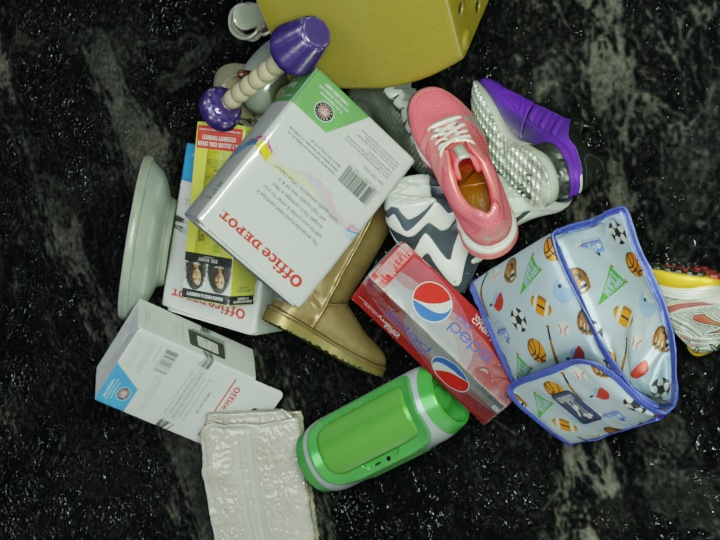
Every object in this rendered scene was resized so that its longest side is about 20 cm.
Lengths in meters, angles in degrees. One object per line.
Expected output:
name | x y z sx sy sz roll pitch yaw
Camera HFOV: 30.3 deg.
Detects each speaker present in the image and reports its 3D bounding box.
speaker | 0.024 0.177 1.486 0.199 0.088 0.089 -30 76 29

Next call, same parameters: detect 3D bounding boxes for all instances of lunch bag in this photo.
lunch bag | 0.215 0.066 1.312 0.170 0.123 0.202 -34 78 60

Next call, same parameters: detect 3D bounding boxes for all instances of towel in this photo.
towel | -0.118 0.262 1.578 0.131 0.034 0.203 -5 100 19

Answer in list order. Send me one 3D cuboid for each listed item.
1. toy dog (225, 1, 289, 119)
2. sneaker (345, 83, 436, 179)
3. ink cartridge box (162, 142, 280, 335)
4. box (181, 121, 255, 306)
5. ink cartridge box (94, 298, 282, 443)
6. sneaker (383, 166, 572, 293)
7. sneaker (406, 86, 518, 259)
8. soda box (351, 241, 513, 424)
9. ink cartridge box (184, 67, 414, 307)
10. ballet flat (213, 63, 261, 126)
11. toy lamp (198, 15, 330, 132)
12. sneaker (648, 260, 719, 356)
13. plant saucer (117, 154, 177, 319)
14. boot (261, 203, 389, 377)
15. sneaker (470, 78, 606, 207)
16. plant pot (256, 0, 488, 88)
toy dog | -0.102 -0.257 1.500 0.130 0.096 0.202 -13 66 15
sneaker | 0.034 -0.165 1.479 0.090 0.066 0.201 -41 71 34
ink cartridge box | -0.144 -0.039 1.582 0.145 0.084 0.203 15 100 30
box | -0.153 -0.064 1.508 0.075 0.050 0.203 10 96 31
ink cartridge box | -0.205 0.132 1.602 0.116 0.199 0.067 -54 25 21
sneaker | 0.129 -0.039 1.422 0.197 0.080 0.131 -9 127 1
sneaker | 0.104 -0.114 1.331 0.073 0.087 0.202 -24 66 -1
soda box | 0.088 0.065 1.406 0.200 0.063 0.070 44 153 3
ink cartridge box | -0.065 -0.086 1.384 0.145 0.084 0.201 41 82 -19
ballet flat | -0.115 -0.190 1.569 0.199 0.069 0.070 33 109 27
toy lamp | -0.099 -0.205 1.377 0.199 0.058 0.059 -25 78 49
sneaker | 0.355 0.045 1.283 0.199 0.077 0.083 13 103 41
plant saucer | -0.254 -0.037 1.619 0.050 0.200 0.203 10 99 -6
boot | 0.000 0.000 1.489 0.066 0.174 0.202 18 79 58
sneaker | 0.187 -0.138 1.379 0.201 0.098 0.070 -122 22 -45
plant pot | 0.026 -0.308 1.372 0.198 0.195 0.197 13 62 23
